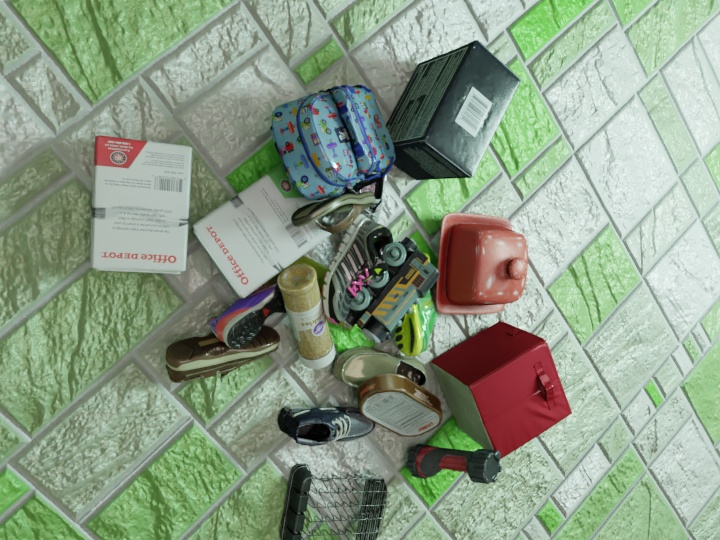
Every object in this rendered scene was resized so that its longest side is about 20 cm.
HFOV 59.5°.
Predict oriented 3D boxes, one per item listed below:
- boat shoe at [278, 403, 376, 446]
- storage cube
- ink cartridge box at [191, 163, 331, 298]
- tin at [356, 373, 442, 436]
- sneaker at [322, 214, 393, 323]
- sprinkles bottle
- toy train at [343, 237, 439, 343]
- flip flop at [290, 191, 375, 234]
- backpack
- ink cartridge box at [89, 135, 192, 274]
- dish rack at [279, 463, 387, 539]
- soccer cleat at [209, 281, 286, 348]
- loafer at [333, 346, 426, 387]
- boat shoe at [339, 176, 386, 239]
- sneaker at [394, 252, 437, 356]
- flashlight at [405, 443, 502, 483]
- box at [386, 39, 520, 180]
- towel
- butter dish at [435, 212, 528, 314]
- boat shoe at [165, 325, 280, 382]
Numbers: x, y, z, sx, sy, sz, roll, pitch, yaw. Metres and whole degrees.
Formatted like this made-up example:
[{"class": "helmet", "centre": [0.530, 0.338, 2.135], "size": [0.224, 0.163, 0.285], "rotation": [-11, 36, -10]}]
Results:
[{"class": "boat shoe", "centre": [-0.048, 0.293, 1.167], "size": [0.198, 0.093, 0.076], "rotation": [4, 94, -23]}, {"class": "storage cube", "centre": [0.275, 0.230, 1.247], "size": [0.178, 0.200, 0.173], "rotation": [-27, 106, -12]}, {"class": "ink cartridge box", "centre": [-0.168, -0.068, 1.076], "size": [0.199, 0.084, 0.147], "rotation": [-36, 99, -16]}, {"class": "tin", "centre": [0.076, 0.262, 1.204], "size": [0.111, 0.042, 0.199], "rotation": [-33, 131, 28]}, {"class": "sneaker", "centre": [0.000, 0.000, 1.085], "size": [0.202, 0.087, 0.074], "rotation": [-69, 154, -17]}, {"class": "sprinkles bottle", "centre": [-0.092, 0.084, 1.095], "size": [0.068, 0.068, 0.202], "rotation": [-28, 134, -18]}, {"class": "toy train", "centre": [0.054, 0.036, 1.155], "size": [0.114, 0.085, 0.200], "rotation": [39, 80, 8]}, {"class": "flip flop", "centre": [-0.036, -0.092, 1.045], "size": [0.199, 0.080, 0.058], "rotation": [-19, 97, -58]}, {"class": "backpack", "centre": [-0.049, -0.213, 1.040], "size": [0.200, 0.133, 0.185], "rotation": [-26, 97, -60]}, {"class": "ink cartridge box", "centre": [-0.351, -0.101, 1.002], "size": [0.143, 0.084, 0.203], "rotation": [3, 93, -24]}, {"class": "dish rack", "centre": [-0.045, 0.457, 1.208], "size": [0.198, 0.054, 0.156], "rotation": [9, 93, -26]}, {"class": "soccer cleat", "centre": [-0.172, 0.055, 1.097], "size": [0.200, 0.073, 0.069], "rotation": [-39, 136, -30]}, {"class": "loafer", "centre": [0.045, 0.191, 1.210], "size": [0.198, 0.068, 0.077], "rotation": [5, 93, -24]}, {"class": "boat shoe", "centre": [0.013, -0.128, 1.164], "size": [0.071, 0.068, 0.203], "rotation": [13, 90, -24]}, {"class": "sneaker", "centre": [0.108, 0.066, 1.235], "size": [0.083, 0.073, 0.203], "rotation": [14, 80, -58]}, {"class": "flashlight", "centre": [0.175, 0.375, 1.210], "size": [0.067, 0.199, 0.069], "rotation": [-5, 87, -39]}, {"class": "box", "centre": [0.152, -0.279, 1.139], "size": [0.123, 0.198, 0.202], "rotation": [31, 83, -25]}, {"class": "towel", "centre": [-0.077, 0.034, 1.170], "size": [0.199, 0.018, 0.087], "rotation": [28, 83, -23]}, {"class": "butter dish", "centre": [0.261, -0.008, 1.231], "size": [0.197, 0.147, 0.203], "rotation": [2, 94, -34]}, {"class": "boat shoe", "centre": [-0.238, 0.147, 1.094], "size": [0.200, 0.075, 0.076], "rotation": [-7, 129, -27]}]
